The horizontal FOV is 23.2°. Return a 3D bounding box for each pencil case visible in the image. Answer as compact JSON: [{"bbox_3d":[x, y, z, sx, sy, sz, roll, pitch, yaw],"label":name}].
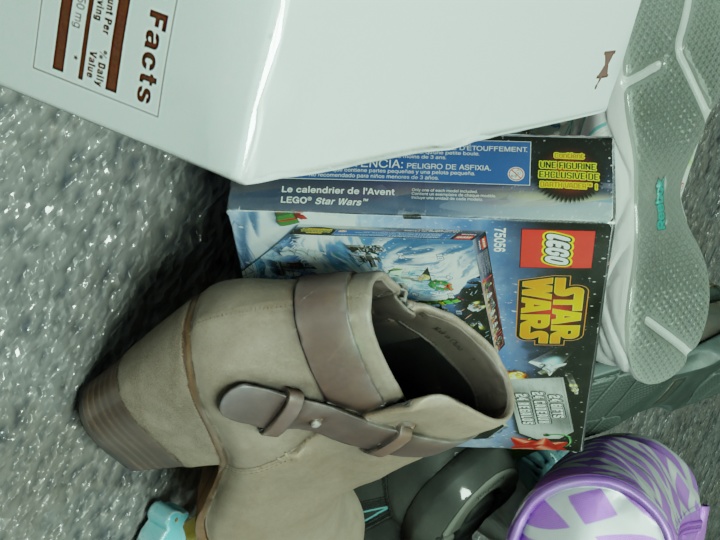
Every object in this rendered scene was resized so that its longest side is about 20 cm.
[{"bbox_3d":[0.123,0.125,0.844,0.200,0.085,0.084,-13,108,-77],"label":"pencil case"}]

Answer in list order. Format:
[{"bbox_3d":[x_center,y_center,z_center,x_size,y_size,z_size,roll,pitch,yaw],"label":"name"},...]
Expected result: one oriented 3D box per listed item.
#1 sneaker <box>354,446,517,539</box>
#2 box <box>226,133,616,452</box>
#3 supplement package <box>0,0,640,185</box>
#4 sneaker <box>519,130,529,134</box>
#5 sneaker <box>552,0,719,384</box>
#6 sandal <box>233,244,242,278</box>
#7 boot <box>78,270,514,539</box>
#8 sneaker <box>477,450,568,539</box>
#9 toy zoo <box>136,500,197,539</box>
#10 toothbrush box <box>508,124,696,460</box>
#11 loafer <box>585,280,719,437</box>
[{"bbox_3d":[0.016,0.123,0.882,0.075,0.079,0.200,-33,160,-36],"label":"sneaker"},{"bbox_3d":[0.027,0.014,0.700,0.200,0.137,0.040,85,9,-61],"label":"box"},{"bbox_3d":[-0.043,-0.130,0.423,0.191,0.200,0.147,-18,126,-59],"label":"supplement package"},{"bbox_3d":[0.072,-0.111,0.826,0.200,0.090,0.067,-17,129,-27],"label":"sneaker"},{"bbox_3d":[0.111,-0.053,0.782,0.070,0.080,0.201,-6,105,-39],"label":"sneaker"},{"bbox_3d":[0.000,0.000,0.800,0.076,0.043,0.200,-63,154,-8],"label":"sandal"},{"bbox_3d":[-0.006,0.064,0.687,0.200,0.146,0.070,34,46,-48],"label":"boot"},{"bbox_3d":[0.082,0.107,0.988,0.082,0.074,0.200,-56,175,-6],"label":"sneaker"},{"bbox_3d":[-0.054,0.179,0.801,0.131,0.020,0.200,-40,130,-27],"label":"toy zoo"},{"bbox_3d":[0.102,-0.013,0.945,0.146,0.086,0.200,-9,117,-61],"label":"toothbrush box"},{"bbox_3d":[0.131,0.041,0.892,0.200,0.063,0.072,-7,146,-45],"label":"loafer"}]
